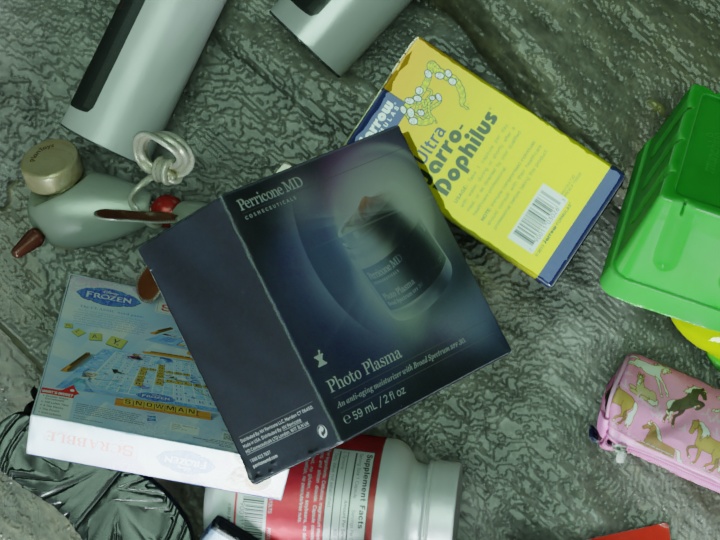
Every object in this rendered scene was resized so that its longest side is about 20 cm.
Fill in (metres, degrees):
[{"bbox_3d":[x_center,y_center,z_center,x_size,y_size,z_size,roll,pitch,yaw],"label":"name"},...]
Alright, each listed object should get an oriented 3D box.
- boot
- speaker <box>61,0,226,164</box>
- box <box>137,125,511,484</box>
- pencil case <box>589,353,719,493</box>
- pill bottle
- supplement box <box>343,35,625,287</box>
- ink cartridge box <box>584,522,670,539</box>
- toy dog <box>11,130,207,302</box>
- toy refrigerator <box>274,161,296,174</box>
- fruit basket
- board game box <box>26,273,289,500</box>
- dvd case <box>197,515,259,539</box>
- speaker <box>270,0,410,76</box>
[{"bbox_3d":[-0.205,0.169,1.709,0.198,0.162,0.073,35,93,4],"label":"boot"},{"bbox_3d":[-0.167,-0.192,1.743,0.081,0.081,0.201,27,94,5],"label":"speaker"},{"bbox_3d":[-0.025,0.022,1.585,0.123,0.200,0.199,-30,87,47],"label":"box"},{"bbox_3d":[0.286,0.141,1.700,0.199,0.083,0.087,23,92,4],"label":"pencil case"},{"bbox_3d":[-0.020,0.186,1.716,0.199,0.112,0.113,6,91,5],"label":"pill bottle"},{"bbox_3d":[0.101,-0.086,1.702,0.200,0.109,0.110,34,94,4],"label":"supplement box"},{"bbox_3d":[0.176,0.301,1.699,0.199,0.050,0.163,-10,89,-12],"label":"ink cartridge box"},{"bbox_3d":[-0.202,-0.034,1.700,0.132,0.200,0.096,54,52,-33],"label":"toy dog"},{"bbox_3d":[0.000,0.000,1.731,0.200,0.076,0.070,39,94,4],"label":"toy refrigerator"},{"bbox_3d":[0.274,-0.011,1.669,0.155,0.216,0.216,18,92,5],"label":"fruit basket"},{"bbox_3d":[-0.149,0.089,1.674,0.199,0.200,0.041,12,122,-4],"label":"board game box"},{"bbox_3d":[-0.108,0.301,1.719,0.142,0.018,0.200,33,118,-9],"label":"dvd case"},{"bbox_3d":[0.022,-0.256,1.717,0.081,0.081,0.200,44,95,4],"label":"speaker"}]
